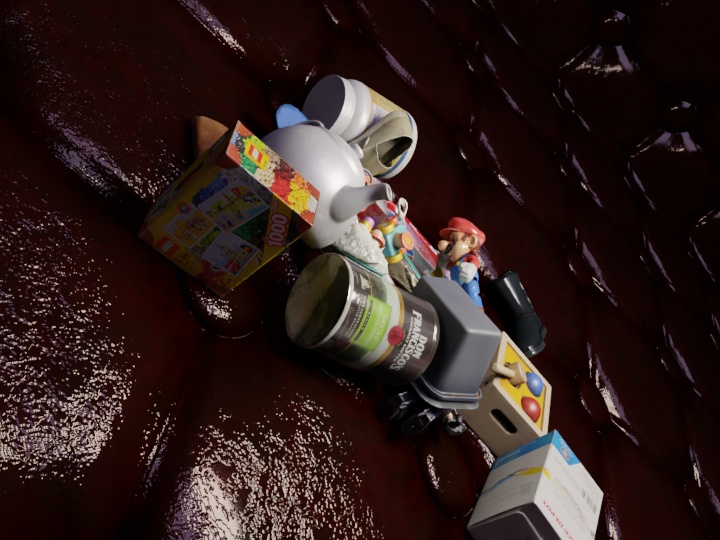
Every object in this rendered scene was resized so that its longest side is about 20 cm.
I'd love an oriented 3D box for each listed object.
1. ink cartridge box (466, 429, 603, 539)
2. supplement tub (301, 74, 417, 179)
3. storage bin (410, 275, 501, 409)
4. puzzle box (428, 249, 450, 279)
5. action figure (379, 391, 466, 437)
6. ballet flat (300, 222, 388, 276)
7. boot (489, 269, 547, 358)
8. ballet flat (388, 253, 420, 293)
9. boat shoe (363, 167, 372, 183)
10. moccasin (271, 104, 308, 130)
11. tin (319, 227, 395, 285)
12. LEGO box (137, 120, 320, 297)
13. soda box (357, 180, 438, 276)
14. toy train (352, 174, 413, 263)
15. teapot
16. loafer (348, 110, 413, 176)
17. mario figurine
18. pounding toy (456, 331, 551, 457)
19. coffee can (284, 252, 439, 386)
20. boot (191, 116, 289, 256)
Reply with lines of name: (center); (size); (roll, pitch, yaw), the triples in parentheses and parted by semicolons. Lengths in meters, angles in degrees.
ink cartridge box: (0.294, 0.403, 1.294); (0.148, 0.144, 0.200); (53, 33, -4)
supplement tub: (-0.002, -0.274, 1.484); (0.198, 0.144, 0.146); (21, 46, -42)
storage bin: (0.145, 0.110, 1.273); (0.144, 0.136, 0.201); (10, 29, -34)
puzzle box: (0.162, 0.047, 1.536); (0.132, 0.025, 0.202); (28, 42, -37)
action figure: (0.117, 0.223, 1.284); (0.130, 0.070, 0.199); (48, 24, 19)
ballet flat: (-0.026, -0.054, 1.236); (0.199, 0.073, 0.071); (25, 12, 39)
boot: (0.331, 0.093, 1.670); (0.170, 0.076, 0.200); (59, 25, -3)
ballet flat: (0.110, 0.055, 1.414); (0.200, 0.075, 0.068); (48, 9, 4)
boat shoe: (-0.055, -0.141, 1.301); (0.197, 0.066, 0.071); (-9, 93, -30)
moccasin: (-0.100, -0.191, 1.355); (0.080, 0.068, 0.202); (-36, 105, -26)
tin: (0.000, 0.000, 1.353); (0.202, 0.042, 0.112); (58, 28, 2)
LEGO box: (-0.174, -0.076, 1.032); (0.148, 0.199, 0.078); (38, 36, -25)
soda box: (0.057, -0.069, 1.454); (0.200, 0.070, 0.064); (48, 29, -16)
toy train: (0.038, -0.092, 1.321); (0.199, 0.055, 0.153); (18, 76, -51)
teapot: (-0.062, -0.144, 1.155); (0.201, 0.145, 0.197); (54, -9, 0)
loafer: (0.016, -0.203, 1.399); (0.076, 0.200, 0.069); (38, 12, -46)
mario figurine: (0.180, -0.005, 1.480); (0.105, 0.122, 0.203); (20, 61, -47)
pounding toy: (0.262, 0.215, 1.416); (0.200, 0.141, 0.185); (48, 33, -14)
coffee can: (0.004, 0.078, 1.188); (0.199, 0.146, 0.148); (27, 43, -37)
boot: (-0.190, -0.129, 1.210); (0.187, 0.069, 0.202); (25, 37, -29)
